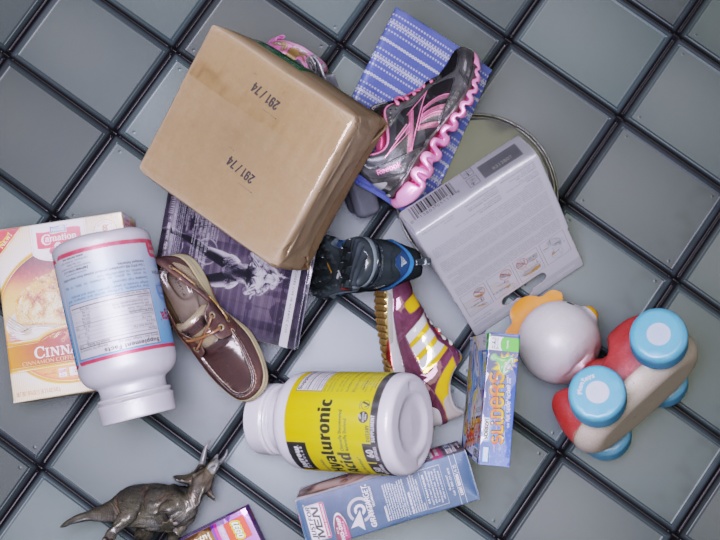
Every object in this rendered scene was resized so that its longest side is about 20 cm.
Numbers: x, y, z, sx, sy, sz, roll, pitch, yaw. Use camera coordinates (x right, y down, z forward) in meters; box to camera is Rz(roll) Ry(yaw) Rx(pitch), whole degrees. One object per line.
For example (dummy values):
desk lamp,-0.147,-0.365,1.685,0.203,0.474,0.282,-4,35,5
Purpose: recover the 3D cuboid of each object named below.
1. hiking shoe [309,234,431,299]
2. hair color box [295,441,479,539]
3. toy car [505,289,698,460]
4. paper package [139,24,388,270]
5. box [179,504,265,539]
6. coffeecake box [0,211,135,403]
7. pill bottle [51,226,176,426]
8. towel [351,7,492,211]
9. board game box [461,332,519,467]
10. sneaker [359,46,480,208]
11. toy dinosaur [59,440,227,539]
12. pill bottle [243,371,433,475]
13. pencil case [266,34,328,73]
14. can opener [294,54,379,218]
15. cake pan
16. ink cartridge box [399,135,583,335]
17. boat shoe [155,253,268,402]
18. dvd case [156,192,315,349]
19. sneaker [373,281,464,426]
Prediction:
hiking shoe,0.000,0.000,1.216,0.086,0.200,0.075,5,90,-22
hair color box,0.029,0.255,1.230,0.199,0.100,0.061,-17,86,-1
toy car,0.258,0.085,1.226,0.177,0.184,0.200,-42,63,-3
paper package,-0.104,-0.132,1.161,0.199,0.103,0.191,34,102,16
box,-0.149,0.393,1.249,0.136,0.039,0.201,-27,85,-3
coffeecake box,-0.334,0.044,1.264,0.152,0.073,0.202,-9,85,0
pill bottle,-0.262,0.062,1.173,0.108,0.109,0.202,-14,86,-1
towel,0.055,-0.180,1.246,0.144,0.024,0.201,28,84,-20
board game box,0.142,0.139,1.190,0.034,0.200,0.137,5,84,1
sneaker,0.061,-0.173,1.204,0.095,0.079,0.201,30,82,-7
toy dinosaur,-0.242,0.280,1.245,0.199,0.103,0.077,-17,120,11
pill bottle,-0.028,0.169,1.204,0.199,0.111,0.112,-3,84,31
pencil case,-0.109,-0.173,1.278,0.082,0.086,0.201,20,84,23
can opener,-0.038,-0.152,1.252,0.066,0.053,0.201,-22,110,-12
cake pan,0.141,-0.093,1.291,0.199,0.037,0.202,0,85,0
ink cartridge box,0.154,-0.036,1.238,0.162,0.200,0.057,-33,48,1
boat shoe,-0.180,0.064,1.219,0.072,0.072,0.201,-37,75,16
dvd case,-0.149,-0.003,1.257,0.199,0.016,0.150,12,94,20
sneaker,0.070,0.082,1.265,0.089,0.075,0.202,-7,91,-9
